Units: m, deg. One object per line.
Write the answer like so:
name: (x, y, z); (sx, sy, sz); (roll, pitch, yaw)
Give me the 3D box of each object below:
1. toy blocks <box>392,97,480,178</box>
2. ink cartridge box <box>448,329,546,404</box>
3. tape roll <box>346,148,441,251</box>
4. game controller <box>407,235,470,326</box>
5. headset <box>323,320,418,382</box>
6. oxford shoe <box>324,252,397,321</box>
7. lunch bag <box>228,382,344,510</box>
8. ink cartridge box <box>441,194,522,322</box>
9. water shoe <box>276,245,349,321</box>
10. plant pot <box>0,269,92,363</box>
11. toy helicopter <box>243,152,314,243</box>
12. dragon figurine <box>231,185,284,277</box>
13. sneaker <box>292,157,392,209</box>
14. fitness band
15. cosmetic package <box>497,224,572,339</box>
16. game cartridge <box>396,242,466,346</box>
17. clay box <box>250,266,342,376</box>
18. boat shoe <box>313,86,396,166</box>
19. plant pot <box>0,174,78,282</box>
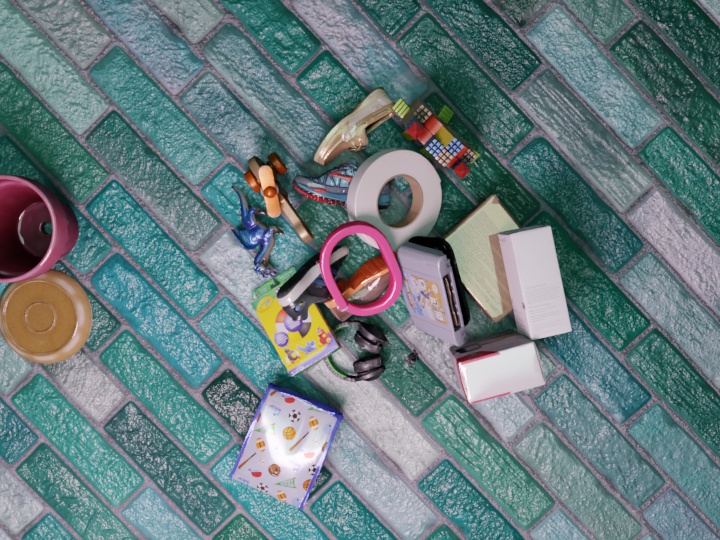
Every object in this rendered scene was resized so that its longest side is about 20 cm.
toy blocks: (0.153, -0.249, 1.254); (0.200, 0.137, 0.100); (38, 109, -18)
ink cartridge box: (0.256, 0.181, 1.265); (0.147, 0.200, 0.086); (-17, 92, 2)
tape roll: (0.069, -0.137, 1.286); (0.202, 0.037, 0.203); (-8, 107, -26)
game controller: (0.154, 0.022, 1.290); (0.104, 0.042, 0.200); (3, 122, 39)
headset: (0.017, 0.168, 1.322); (0.199, 0.094, 0.124); (4, 94, 12)
oxford shoe: (0.023, 0.030, 1.338); (0.200, 0.071, 0.073); (-31, 116, 3)
lunch bag: (-0.144, 0.342, 1.321); (0.170, 0.124, 0.200); (22, 101, 1)
ink cartridge box: (0.263, -0.024, 1.317); (0.165, 0.075, 0.200); (-40, 91, 1)
water shoe: (-0.086, 0.025, 1.300); (0.200, 0.071, 0.079); (-42, 113, -35)
plant pot: (-0.661, 0.097, 1.363); (0.199, 0.027, 0.201); (0, 94, 1)
toy helicopter: (-0.155, -0.140, 1.289); (0.079, 0.132, 0.200); (-35, 93, 4)
dragon figurine: (-0.224, -0.076, 1.330); (0.099, 0.059, 0.200); (-42, 93, 2)
sneaker: (-0.036, -0.179, 1.320); (0.199, 0.079, 0.096); (8, 88, -9)
fitness band: (0.000, 0.000, 1.257); (0.143, 0.037, 0.200); (-27, 118, -3)
cosmetic package: (0.324, 0.019, 1.227); (0.081, 0.113, 0.201); (-14, 92, 0)
game cartridge: (0.134, 0.046, 1.278); (0.041, 0.133, 0.200); (-34, 121, -32)
clay box: (-0.137, 0.099, 1.325); (0.115, 0.048, 0.200); (-32, 79, 2)
boat shoe: (-0.008, -0.276, 1.308); (0.200, 0.074, 0.066); (-45, 86, 3)
plant pot: (-0.649, -0.080, 1.277); (0.199, 0.179, 0.201); (0, 93, 1)
